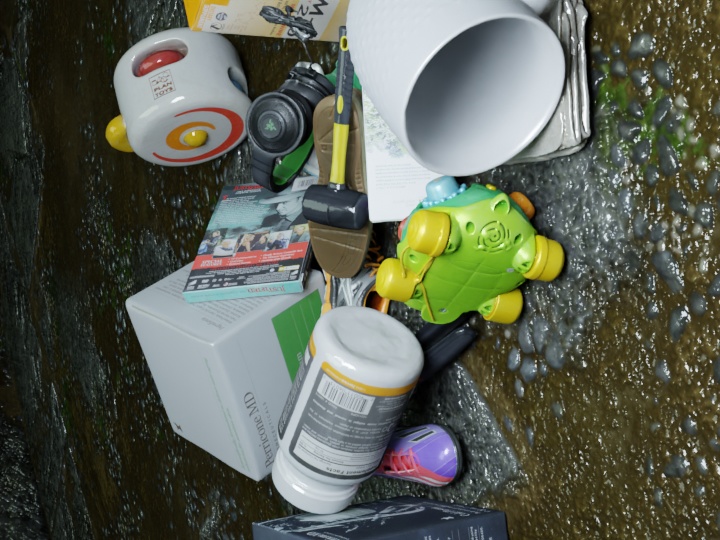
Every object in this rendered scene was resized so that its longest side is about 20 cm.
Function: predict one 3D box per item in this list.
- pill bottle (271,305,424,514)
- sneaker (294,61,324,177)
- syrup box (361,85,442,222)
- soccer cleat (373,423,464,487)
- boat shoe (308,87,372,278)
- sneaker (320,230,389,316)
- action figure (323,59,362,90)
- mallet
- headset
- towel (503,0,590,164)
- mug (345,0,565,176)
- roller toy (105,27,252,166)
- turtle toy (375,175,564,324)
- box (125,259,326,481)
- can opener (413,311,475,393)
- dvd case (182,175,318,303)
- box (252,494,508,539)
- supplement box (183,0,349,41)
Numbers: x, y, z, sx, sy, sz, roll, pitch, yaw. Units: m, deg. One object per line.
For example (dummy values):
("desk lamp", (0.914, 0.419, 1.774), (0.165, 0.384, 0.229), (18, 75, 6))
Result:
("pill bottle", (-0.019, 0.145, 1.087), (0.117, 0.116, 0.201), (55, 134, 43))
("sneaker", (-0.041, -0.170, 1.241), (0.200, 0.076, 0.081), (53, 138, 43))
("syrup box", (0.043, -0.151, 1.041), (0.081, 0.078, 0.201), (-80, -14, -77))
("soccer cleat", (0.039, 0.200, 1.153), (0.200, 0.073, 0.069), (-8, 86, 62))
("boat shoe", (-0.011, -0.090, 1.124), (0.071, 0.065, 0.201), (12, 115, 20))
("sneaker", (0.000, 0.000, 1.209), (0.077, 0.078, 0.201), (-8, 84, 37))
("action figure", (0.024, -0.142, 1.148), (0.118, 0.054, 0.201), (-45, 62, 53))
("mallet", (-0.010, -0.135, 1.048), (0.066, 0.041, 0.201), (20, 113, 20))
("headset", (-0.080, -0.177, 1.120), (0.094, 0.124, 0.201), (27, 134, 11))
("towel", (0.137, -0.163, 0.956), (0.200, 0.034, 0.133), (3, 96, 63))
("mug", (0.082, -0.207, 0.888), (0.200, 0.147, 0.176), (-46, 45, 15))
("roller toy", (-0.248, -0.236, 1.495), (0.182, 0.199, 0.140), (-45, 57, 48))
("turtle toy", (0.087, -0.015, 0.982), (0.200, 0.145, 0.102), (124, 153, -50))
("box", (-0.141, 0.102, 1.281), (0.199, 0.171, 0.200), (19, 132, 47))
("can opener", (0.057, 0.093, 1.119), (0.200, 0.078, 0.064), (-33, 58, 49))
("dvd case", (-0.118, -0.041, 1.259), (0.201, 0.145, 0.022), (-80, -23, -47))
("box", (0.019, 0.309, 1.079), (0.200, 0.196, 0.125), (-12, 84, 61))
("supplement box", (-0.082, -0.321, 1.161), (0.126, 0.199, 0.074), (-54, 45, 52))
